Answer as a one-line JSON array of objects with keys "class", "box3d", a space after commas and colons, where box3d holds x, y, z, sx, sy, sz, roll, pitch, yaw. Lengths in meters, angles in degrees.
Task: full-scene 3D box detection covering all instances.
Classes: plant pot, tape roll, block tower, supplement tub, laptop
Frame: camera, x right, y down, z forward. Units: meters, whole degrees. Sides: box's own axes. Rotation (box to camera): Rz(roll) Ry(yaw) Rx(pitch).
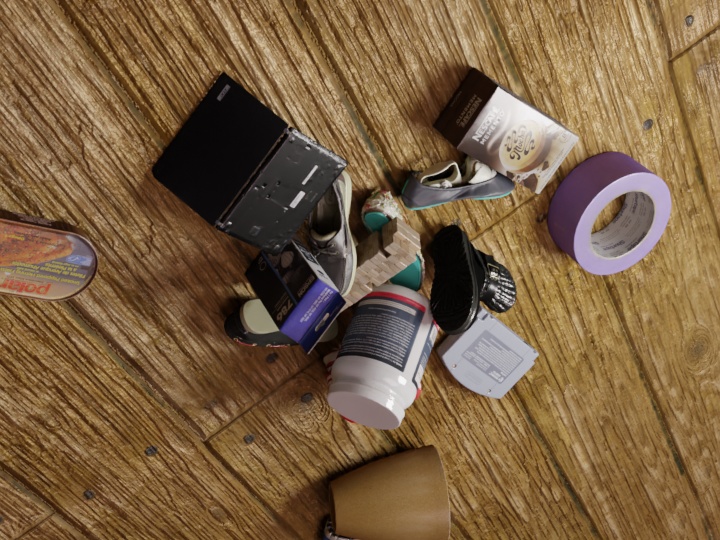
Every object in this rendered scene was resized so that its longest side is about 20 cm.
[{"class": "plant pot", "box3d": [0.046, 0.423, 1.898, 0.199, 0.187, 0.187, -5, 124, -10]}, {"class": "tape roll", "box3d": [0.430, -0.098, 1.800, 0.200, 0.085, 0.200, -14, 127, -19]}, {"class": "block tower", "box3d": [0.000, 0.000, 1.604, 0.200, 0.054, 0.058, -37, 124, 27]}, {"class": "supplement tub", "box3d": [0.037, 0.135, 1.652, 0.140, 0.140, 0.200, 49, 52, -41]}, {"class": "laptop", "box3d": [-0.152, -0.143, 1.457, 0.177, 0.103, 0.200, -51, 139, 11]}]

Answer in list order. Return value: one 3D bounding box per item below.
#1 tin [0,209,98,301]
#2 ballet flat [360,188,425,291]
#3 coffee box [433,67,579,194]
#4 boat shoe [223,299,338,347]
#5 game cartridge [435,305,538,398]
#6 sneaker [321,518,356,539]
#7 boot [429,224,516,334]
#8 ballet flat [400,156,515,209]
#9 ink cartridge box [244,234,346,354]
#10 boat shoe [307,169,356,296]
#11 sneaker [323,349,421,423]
[{"class": "tin", "box3d": [-0.454, -0.019, 1.399, 0.200, 0.042, 0.112, 13, 110, -34]}, {"class": "ballet flat", "box3d": [0.060, -0.048, 1.644, 0.075, 0.064, 0.200, -3, 135, 22]}, {"class": "coffee box", "box3d": [0.226, -0.213, 1.611, 0.200, 0.080, 0.113, 22, 110, -38]}, {"class": "boat shoe", "box3d": [-0.122, 0.084, 1.638, 0.201, 0.074, 0.063, 6, 154, -43]}, {"class": "game cartridge", "box3d": [0.227, 0.155, 1.894, 0.133, 0.040, 0.200, -49, 130, 4]}, {"class": "sneaker", "box3d": [0.010, 0.519, 2.006, 0.200, 0.079, 0.089, 10, 127, -26]}, {"class": "boot", "box3d": [0.189, 0.040, 1.693, 0.079, 0.212, 0.158, -21, 136, 31]}, {"class": "ballet flat", "box3d": [0.157, -0.142, 1.632, 0.199, 0.073, 0.073, -10, 125, -20]}, {"class": "ink cartridge box", "box3d": [-0.098, 0.025, 1.516, 0.039, 0.200, 0.100, 28, 104, -39]}, {"class": "boat shoe", "box3d": [-0.049, -0.054, 1.539, 0.066, 0.072, 0.201, -26, 118, -64]}, {"class": "sneaker", "box3d": [0.020, 0.216, 1.757, 0.200, 0.116, 0.078, 20, 141, -28]}]
